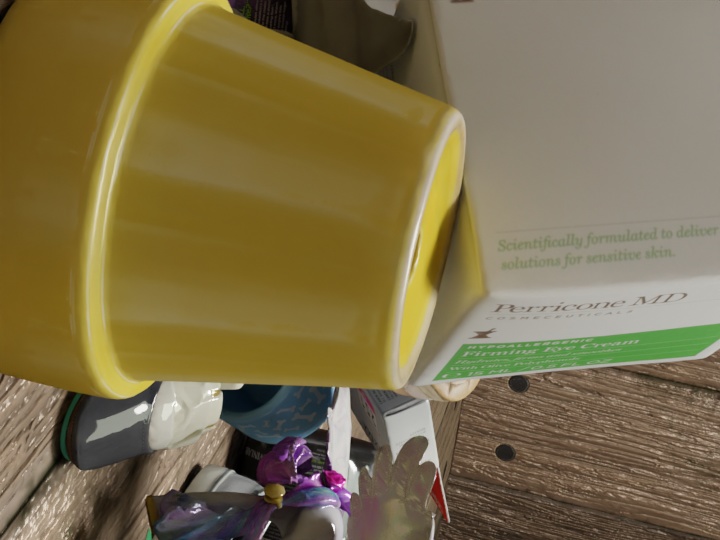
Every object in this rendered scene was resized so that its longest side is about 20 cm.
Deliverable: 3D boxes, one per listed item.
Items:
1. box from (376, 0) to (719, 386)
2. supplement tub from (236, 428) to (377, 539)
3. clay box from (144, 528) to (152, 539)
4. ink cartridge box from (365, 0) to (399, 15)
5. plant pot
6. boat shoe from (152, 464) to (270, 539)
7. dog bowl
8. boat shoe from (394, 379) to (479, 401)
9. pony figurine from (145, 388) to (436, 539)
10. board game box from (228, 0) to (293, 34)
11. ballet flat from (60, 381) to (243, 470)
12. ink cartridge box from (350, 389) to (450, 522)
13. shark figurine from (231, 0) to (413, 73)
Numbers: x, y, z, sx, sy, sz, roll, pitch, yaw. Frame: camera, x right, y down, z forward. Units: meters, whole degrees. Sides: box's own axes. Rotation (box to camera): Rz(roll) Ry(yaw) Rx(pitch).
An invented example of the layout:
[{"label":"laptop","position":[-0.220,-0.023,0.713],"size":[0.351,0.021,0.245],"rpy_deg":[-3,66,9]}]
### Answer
[{"label":"box","position":[0.122,-0.057,0.783],"size":[0.171,0.198,0.201],"rpy_deg":[117,-33,-66]},{"label":"supplement tub","position":[-0.057,0.234,1.162],"size":[0.123,0.122,0.201],"rpy_deg":[15,88,-80]},{"label":"clay box","position":[-0.166,0.250,0.779],"size":[0.115,0.047,0.200],"rpy_deg":[93,12,-44]},{"label":"ink cartridge box","position":[0.032,-0.169,1.042],"size":[0.145,0.083,0.201],"rpy_deg":[-111,-165,-67]},{"label":"plant pot","position":[-0.057,-0.028,0.638],"size":[0.201,0.188,0.202],"rpy_deg":[14,90,-80]},{"label":"boat shoe","position":[-0.110,0.213,0.974],"size":[0.201,0.071,0.070],"rpy_deg":[-62,162,-53]},{"label":"dog bowl","position":[-0.057,0.016,0.942],"size":[0.050,0.111,0.201],"rpy_deg":[21,81,-57]},{"label":"boat shoe","position":[0.000,0.000,0.876],"size":[0.074,0.069,0.200],"rpy_deg":[-37,103,-39]},{"label":"pony figurine","position":[-0.028,0.163,0.868],"size":[0.167,0.199,0.194],"rpy_deg":[-120,-157,-55]},{"label":"board game box","position":[-0.044,-0.187,0.777],"size":[0.120,0.032,0.201],"rpy_deg":[3,96,-52]},{"label":"ballet flat","position":[-0.106,0.062,0.823],"size":[0.200,0.073,0.073],"rpy_deg":[-53,154,-67]},{"label":"ink cartridge box","position":[0.006,0.103,1.178],"size":[0.174,0.043,0.200],"rpy_deg":[80,-17,-45]},{"label":"shark figurine","position":[-0.016,-0.146,0.735],"size":[0.128,0.089,0.215],"rpy_deg":[-35,124,-40]}]
